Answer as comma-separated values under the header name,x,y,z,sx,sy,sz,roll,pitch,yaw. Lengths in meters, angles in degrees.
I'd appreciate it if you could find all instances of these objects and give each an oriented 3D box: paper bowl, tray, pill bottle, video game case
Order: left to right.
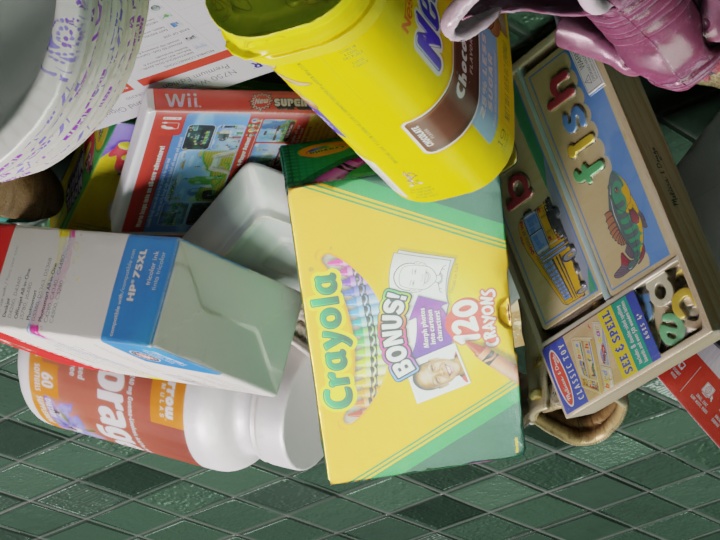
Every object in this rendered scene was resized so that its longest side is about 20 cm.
name,x,y,z,sx,sy,sz,roll,pitch,yaw
paper bowl,-0.190,-0.139,1.052,0.200,0.201,0.104,-16,-178,25
pill bottle,-0.115,0.068,1.467,0.200,0.112,0.112,12,160,26
video game case,-0.037,-0.061,1.300,0.199,0.017,0.143,0,153,-16
tray,0.000,0.000,1.334,0.200,0.022,0.107,19,144,-19

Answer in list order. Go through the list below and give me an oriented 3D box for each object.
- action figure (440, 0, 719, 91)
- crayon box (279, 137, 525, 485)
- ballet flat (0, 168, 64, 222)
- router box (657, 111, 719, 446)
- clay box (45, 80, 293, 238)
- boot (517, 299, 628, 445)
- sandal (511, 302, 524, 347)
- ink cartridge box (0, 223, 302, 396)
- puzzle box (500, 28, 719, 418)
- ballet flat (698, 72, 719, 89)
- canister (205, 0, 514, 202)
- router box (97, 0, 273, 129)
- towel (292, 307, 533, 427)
name,x,y,z,sx,sy,sz,roll,pitch,yaw
action figure,0.141,-0.144,1.121,0.134,0.149,0.200,-28,130,31
crayon box,0.025,0.019,1.280,0.118,0.058,0.200,-9,119,-2
ballet flat,-0.253,-0.083,1.304,0.200,0.068,0.072,17,128,-26
router box,0.240,0.003,1.257,0.049,0.200,0.180,24,109,-40
clay box,-0.120,-0.050,1.374,0.115,0.048,0.200,6,150,-19
boot,0.126,0.009,1.391,0.073,0.156,0.200,-5,152,7
sandal,0.078,0.023,1.507,0.077,0.070,0.212,-11,151,17
ink cartridge box,-0.149,0.021,1.337,0.200,0.067,0.116,6,167,40
puzzle box,0.129,-0.031,1.273,0.025,0.200,0.133,-8,161,-38
ballet flat,0.252,-0.127,1.220,0.200,0.071,0.065,-17,113,29
canister,0.005,-0.136,1.114,0.086,0.149,0.200,-13,153,21
router box,-0.132,-0.151,1.179,0.200,0.049,0.179,-15,150,24
towel,0.021,0.050,1.425,0.200,0.035,0.133,33,-164,8
